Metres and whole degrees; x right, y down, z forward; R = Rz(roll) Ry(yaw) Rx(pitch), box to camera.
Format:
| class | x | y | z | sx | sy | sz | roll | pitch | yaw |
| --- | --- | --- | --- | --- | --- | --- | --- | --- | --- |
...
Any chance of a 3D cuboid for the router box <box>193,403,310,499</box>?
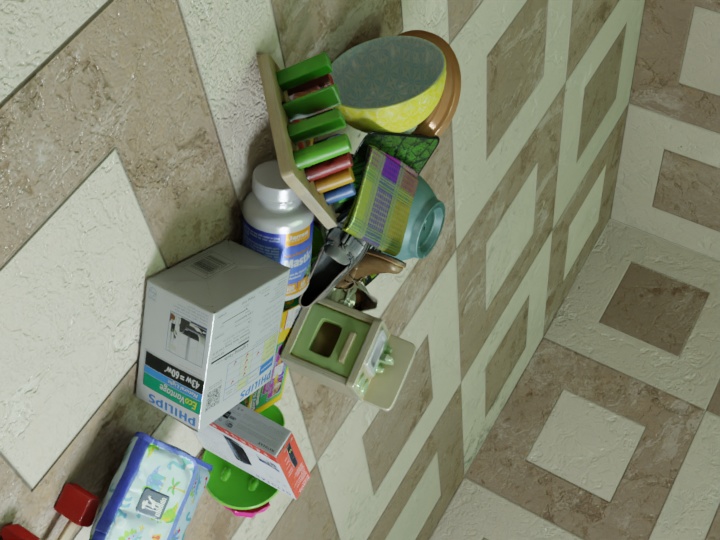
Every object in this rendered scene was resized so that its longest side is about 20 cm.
| class | x | y | z | sx | sy | sz | roll | pitch | yaw |
| --- | --- | --- | --- | --- | --- | --- | --- | --- | --- |
| router box | -0.186 | 0.276 | 1.604 | 0.049 | 0.198 | 0.180 | -55 | 155 | -25 |

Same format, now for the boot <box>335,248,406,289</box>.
| class | x | y | z | sx | sy | sz | roll | pitch | yaw |
| --- | --- | --- | --- | --- | --- | --- | --- | --- | --- |
| boot | 0.000 | 0.000 | 1.664 | 0.073 | 0.199 | 0.077 | 25 | 77 | -39 |

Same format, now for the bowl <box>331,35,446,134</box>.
| class | x | y | z | sx | sy | sz | roll | pitch | yaw |
| --- | --- | --- | --- | --- | --- | --- | --- | --- | --- |
| bowl | 0.046 | -0.276 | 1.583 | 0.201 | 0.198 | 0.109 | -52 | 144 | -32 |

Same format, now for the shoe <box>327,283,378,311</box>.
| class | x | y | z | sx | sy | sz | roll | pitch | yaw |
| --- | --- | --- | --- | --- | --- | --- | --- | --- | --- |
| shoe | -0.018 | 0.044 | 1.831 | 0.071 | 0.053 | 0.200 | -67 | 159 | -1 |

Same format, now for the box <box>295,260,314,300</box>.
| class | x | y | z | sx | sy | sz | roll | pitch | yaw |
| --- | --- | --- | --- | --- | --- | --- | --- | --- | --- |
| box | -0.089 | 0.049 | 1.806 | 0.159 | 0.046 | 0.202 | -42 | 147 | -45 |

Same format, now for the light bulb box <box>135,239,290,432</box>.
| class | x | y | z | sx | sy | sz | roll | pitch | yaw |
| --- | --- | --- | --- | --- | --- | --- | --- | --- | --- |
| light bulb box | -0.217 | 0.092 | 1.458 | 0.198 | 0.124 | 0.203 | -32 | 140 | -55 |

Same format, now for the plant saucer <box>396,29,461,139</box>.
| class | x | y | z | sx | sy | sz | roll | pitch | yaw |
| --- | --- | --- | --- | --- | --- | --- | --- | --- | --- |
| plant saucer | 0.080 | -0.304 | 1.661 | 0.032 | 0.199 | 0.203 | 5 | 108 | -49 |

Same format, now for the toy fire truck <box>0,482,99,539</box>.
| class | x | y | z | sx | sy | sz | roll | pitch | yaw |
| --- | --- | --- | --- | --- | --- | --- | --- | --- | --- |
| toy fire truck | -0.444 | 0.391 | 1.333 | 0.202 | 0.048 | 0.141 | -66 | 159 | -1 |

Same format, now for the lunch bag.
| class | x | y | z | sx | sy | sz | roll | pitch | yaw |
| --- | --- | --- | --- | --- | --- | --- | --- | --- | --- |
| lunch bag | -0.314 | 0.336 | 1.450 | 0.200 | 0.126 | 0.172 | 61 | 48 | -66 |

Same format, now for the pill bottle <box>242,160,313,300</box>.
| class | x | y | z | sx | sy | sz | roll | pitch | yaw |
| --- | --- | --- | --- | --- | --- | --- | --- | --- | --- |
| pill bottle | -0.128 | -0.062 | 1.528 | 0.112 | 0.111 | 0.202 | -42 | 148 | -45 |

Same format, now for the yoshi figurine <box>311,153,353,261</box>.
| class | x | y | z | sx | sy | sz | roll | pitch | yaw |
| --- | --- | --- | --- | --- | --- | --- | --- | --- | --- |
| yoshi figurine | -0.071 | -0.100 | 1.645 | 0.111 | 0.112 | 0.203 | -5 | 120 | -47 |

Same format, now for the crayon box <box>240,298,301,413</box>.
| class | x | y | z | sx | sy | sz | roll | pitch | yaw |
| --- | --- | --- | --- | --- | --- | --- | --- | --- | --- |
| crayon box | -0.171 | 0.146 | 1.700 | 0.118 | 0.058 | 0.203 | -25 | 134 | -58 |

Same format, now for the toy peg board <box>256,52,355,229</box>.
| class | x | y | z | sx | sy | sz | roll | pitch | yaw |
| --- | --- | --- | --- | --- | --- | --- | --- | --- | --- |
| toy peg board | -0.055 | -0.197 | 1.437 | 0.199 | 0.096 | 0.203 | 47 | 28 | -64 |

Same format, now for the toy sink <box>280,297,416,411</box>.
| class | x | y | z | sx | sy | sz | roll | pitch | yaw |
| --- | --- | --- | --- | --- | --- | --- | --- | --- | --- |
| toy sink | -0.018 | 0.141 | 1.710 | 0.132 | 0.198 | 0.112 | -64 | 164 | -13 |

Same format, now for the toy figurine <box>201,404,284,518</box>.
| class | x | y | z | sx | sy | sz | roll | pitch | yaw |
| --- | --- | --- | --- | --- | --- | --- | --- | --- | --- |
| toy figurine | -0.201 | 0.362 | 1.787 | 0.185 | 0.148 | 0.202 | 100 | 8 | -58 |

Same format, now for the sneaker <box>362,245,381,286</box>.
| class | x | y | z | sx | sy | sz | roll | pitch | yaw |
| --- | --- | --- | --- | --- | --- | --- | --- | --- | --- |
| sneaker | -0.005 | -0.040 | 1.843 | 0.074 | 0.080 | 0.201 | -49 | 164 | -21 |

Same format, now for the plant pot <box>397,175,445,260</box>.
| class | x | y | z | sx | sy | sz | roll | pitch | yaw |
| --- | --- | --- | --- | --- | --- | --- | --- | --- | --- |
| plant pot | 0.084 | -0.101 | 1.941 | 0.201 | 0.133 | 0.202 | -48 | 152 | -37 |

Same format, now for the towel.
| class | x | y | z | sx | sy | sz | roll | pitch | yaw |
| --- | --- | --- | --- | --- | --- | --- | --- | --- | --- |
| towel | 0.036 | -0.107 | 1.566 | 0.199 | 0.022 | 0.146 | 20 | 85 | -63 |

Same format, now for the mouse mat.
| class | x | y | z | sx | sy | sz | roll | pitch | yaw |
| --- | --- | --- | --- | --- | --- | --- | --- | --- | --- |
| mouse mat | 0.035 | -0.155 | 1.594 | 0.199 | 0.008 | 0.162 | -5 | 135 | -50 |

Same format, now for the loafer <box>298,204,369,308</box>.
| class | x | y | z | sx | sy | sz | roll | pitch | yaw |
| --- | --- | --- | --- | --- | --- | --- | --- | --- | --- |
| loafer | -0.041 | -0.016 | 1.600 | 0.201 | 0.071 | 0.063 | -56 | -177 | 29 |
